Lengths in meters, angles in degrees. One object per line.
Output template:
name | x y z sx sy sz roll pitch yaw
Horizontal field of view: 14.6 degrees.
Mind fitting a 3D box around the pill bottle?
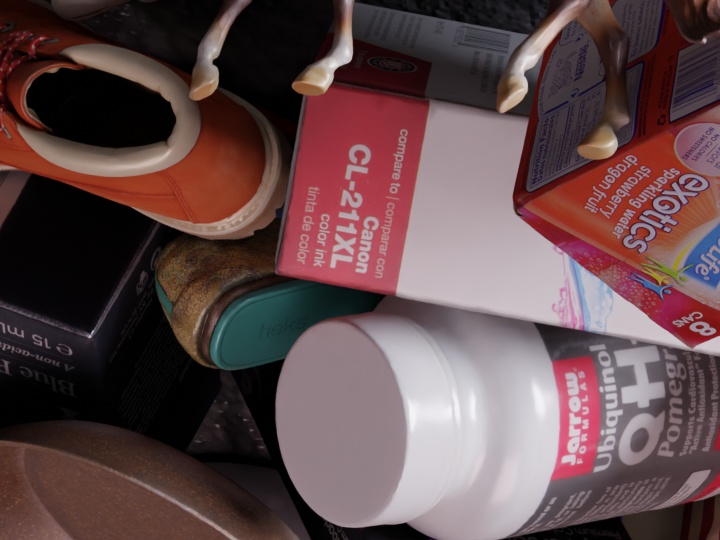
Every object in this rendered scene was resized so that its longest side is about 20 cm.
pill bottle | 0.066 0.051 1.141 0.200 0.111 0.111 -6 161 -40

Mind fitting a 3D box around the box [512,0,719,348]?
box | 0.132 -0.088 0.965 0.095 0.200 0.100 36 138 -27

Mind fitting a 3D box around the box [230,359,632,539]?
box | 0.039 0.095 1.197 0.143 0.200 0.036 6 129 -32

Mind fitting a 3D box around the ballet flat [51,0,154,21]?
ballet flat | -0.125 -0.131 1.094 0.199 0.067 0.064 15 108 2

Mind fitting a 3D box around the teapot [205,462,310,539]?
teapot | -0.065 0.206 1.494 0.200 0.146 0.197 -20 135 36

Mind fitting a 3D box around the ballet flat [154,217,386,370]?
ballet flat | 0.000 0.000 1.184 0.200 0.071 0.071 -6 159 -37

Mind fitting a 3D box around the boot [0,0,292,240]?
boot | -0.131 -0.074 1.104 0.199 0.075 0.107 18 178 20

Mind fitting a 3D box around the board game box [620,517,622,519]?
board game box | 0.194 0.172 1.456 0.199 0.045 0.135 14 146 -3

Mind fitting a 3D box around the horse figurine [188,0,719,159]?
horse figurine | 0.029 -0.110 0.896 0.199 0.133 0.050 8 160 7

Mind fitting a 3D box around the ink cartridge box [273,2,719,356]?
ink cartridge box | 0.077 -0.036 1.092 0.199 0.146 0.083 11 106 2

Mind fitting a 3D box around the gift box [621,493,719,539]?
gift box | 0.220 0.125 1.256 0.184 0.187 0.200 23 143 -16

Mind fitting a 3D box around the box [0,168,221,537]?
box | -0.174 0.010 1.242 0.196 0.118 0.200 19 147 12

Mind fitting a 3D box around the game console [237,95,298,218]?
game console | -0.044 -0.008 1.283 0.199 0.031 0.177 23 144 -15

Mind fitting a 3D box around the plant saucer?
plant saucer | -0.084 0.121 1.183 0.200 0.037 0.201 23 151 13
